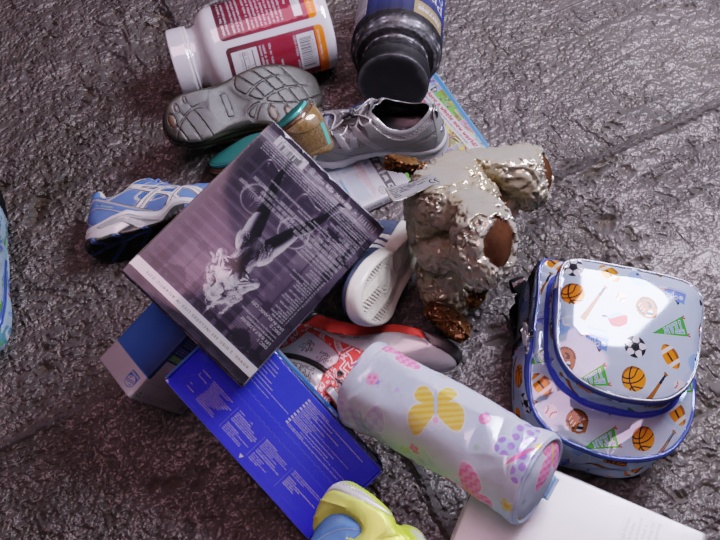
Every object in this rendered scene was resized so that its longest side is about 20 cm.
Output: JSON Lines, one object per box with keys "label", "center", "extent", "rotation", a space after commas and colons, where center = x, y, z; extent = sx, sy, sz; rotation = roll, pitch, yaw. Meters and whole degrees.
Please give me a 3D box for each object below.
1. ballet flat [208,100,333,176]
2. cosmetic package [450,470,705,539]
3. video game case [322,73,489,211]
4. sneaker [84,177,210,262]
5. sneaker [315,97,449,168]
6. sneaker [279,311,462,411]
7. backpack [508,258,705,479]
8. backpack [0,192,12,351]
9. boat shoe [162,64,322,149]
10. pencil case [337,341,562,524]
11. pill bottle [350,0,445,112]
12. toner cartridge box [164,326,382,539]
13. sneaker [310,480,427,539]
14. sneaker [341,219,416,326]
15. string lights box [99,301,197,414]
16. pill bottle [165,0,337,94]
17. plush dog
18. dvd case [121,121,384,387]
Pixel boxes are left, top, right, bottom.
{"label": "ballet flat", "center": [-0.100, -0.128, 0.996], "extent": [0.199, 0.072, 0.068], "rotation": [-20, 29, 45]}
{"label": "cosmetic package", "center": [0.187, 0.245, 0.769], "extent": [0.198, 0.074, 0.102], "rotation": [21, 63, 19]}
{"label": "video game case", "center": [0.036, -0.152, 1.050], "extent": [0.198, 0.018, 0.144], "rotation": [-25, 60, -9]}
{"label": "sneaker", "center": [-0.220, -0.075, 0.994], "extent": [0.198, 0.076, 0.078], "rotation": [-13, 63, -4]}
{"label": "sneaker", "center": [0.002, -0.172, 1.006], "extent": [0.198, 0.082, 0.075], "rotation": [-2, 59, 6]}
{"label": "sneaker", "center": [-0.004, 0.108, 0.872], "extent": [0.199, 0.067, 0.109], "rotation": [9, 63, 13]}
{"label": "backpack", "center": [0.231, 0.091, 0.818], "extent": [0.198, 0.154, 0.192], "rotation": [9, 71, 7]}
{"label": "backpack", "center": [-0.452, 0.012, 0.938], "extent": [0.162, 0.155, 0.200], "rotation": [-20, 38, -9]}
{"label": "boat shoe", "center": [-0.146, -0.195, 1.054], "extent": [0.198, 0.074, 0.076], "rotation": [-16, 87, -20]}
{"label": "pencil case", "center": [0.074, 0.139, 0.759], "extent": [0.199, 0.091, 0.083], "rotation": [24, 67, 31]}
{"label": "pill bottle", "center": [0.047, -0.292, 1.064], "extent": [0.111, 0.112, 0.201], "rotation": [1, 51, 6]}
{"label": "toner cartridge box", "center": [-0.079, 0.141, 0.812], "extent": [0.095, 0.043, 0.200], "rotation": [-42, 89, -2]}
{"label": "sneaker", "center": [0.034, 0.262, 0.704], "extent": [0.199, 0.076, 0.105], "rotation": [28, 76, 29]}
{"label": "sneaker", "center": [0.000, 0.000, 0.898], "extent": [0.084, 0.076, 0.200], "rotation": [4, 19, 17]}
{"label": "string lights box", "center": [-0.149, 0.045, 0.869], "extent": [0.200, 0.103, 0.059], "rotation": [-47, 64, -1]}
{"label": "pill bottle", "center": [-0.136, -0.284, 1.089], "extent": [0.198, 0.113, 0.114], "rotation": [-17, 59, -5]}
{"label": "plush dog", "center": [0.096, -0.027, 0.876], "extent": [0.159, 0.173, 0.200], "rotation": [13, 38, 22]}
{"label": "dvd case", "center": [-0.094, -0.018, 0.800], "extent": [0.149, 0.016, 0.200], "rotation": [43, 72, -2]}
